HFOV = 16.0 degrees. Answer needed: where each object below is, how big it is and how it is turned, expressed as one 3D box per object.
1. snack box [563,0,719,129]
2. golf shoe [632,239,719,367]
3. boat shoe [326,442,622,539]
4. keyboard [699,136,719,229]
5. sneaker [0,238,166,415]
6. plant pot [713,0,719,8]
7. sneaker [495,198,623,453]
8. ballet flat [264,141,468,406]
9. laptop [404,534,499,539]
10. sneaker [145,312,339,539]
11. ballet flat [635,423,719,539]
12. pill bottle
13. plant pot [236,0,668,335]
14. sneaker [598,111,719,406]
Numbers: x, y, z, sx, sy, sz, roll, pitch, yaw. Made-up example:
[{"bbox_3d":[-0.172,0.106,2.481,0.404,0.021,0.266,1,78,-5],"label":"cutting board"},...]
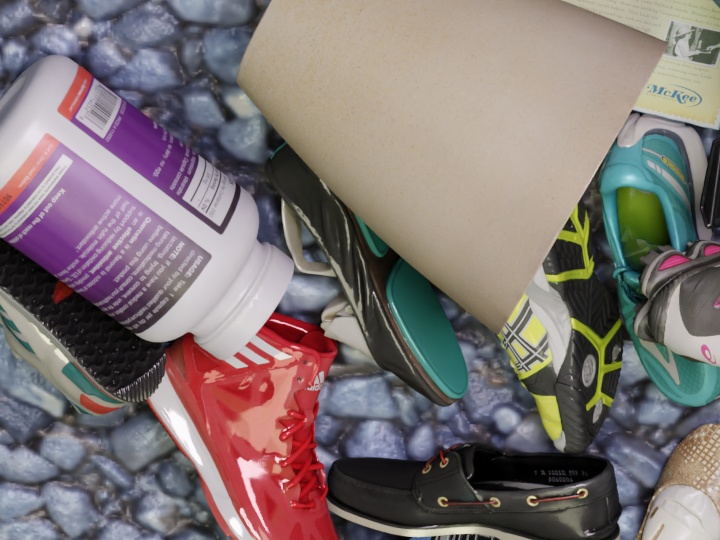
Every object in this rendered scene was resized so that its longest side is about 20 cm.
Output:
[{"bbox_3d":[0.129,-0.160,1.483,0.200,0.037,0.116,14,124,-1],"label":"snack box"},{"bbox_3d":[0.255,0.007,1.498,0.200,0.088,0.077,-25,130,-26],"label":"golf shoe"},{"bbox_3d":[0.071,0.139,1.651,0.201,0.074,0.063,6,113,22],"label":"boat shoe"},{"bbox_3d":[0.287,-0.054,1.430,0.200,0.021,0.127,-9,142,-7],"label":"keyboard"},{"bbox_3d":[-0.214,0.015,1.617,0.200,0.070,0.093,49,143,-8],"label":"sneaker"},{"bbox_3d":[0.238,-0.218,1.350,0.188,0.200,0.200,41,119,-2],"label":"plant pot"},{"bbox_3d":[0.111,0.024,1.593,0.076,0.075,0.200,4,123,30],"label":"sneaker"},{"bbox_3d":[0.000,0.000,1.590,0.068,0.068,0.200,-16,109,28],"label":"ballet flat"},{"bbox_3d":[0.062,0.269,1.711,0.200,0.116,0.187,10,123,-2],"label":"laptop"},{"bbox_3d":[-0.045,0.111,1.630,0.115,0.078,0.200,-37,93,22],"label":"sneaker"},{"bbox_3d":[0.205,0.191,1.672,0.070,0.065,0.200,27,123,20],"label":"ballet flat"},{"bbox_3d":[-0.142,-0.033,1.553,0.200,0.113,0.112,37,119,-15],"label":"pill bottle"},{"bbox_3d":[0.038,-0.094,1.425,0.200,0.187,0.187,30,122,3],"label":"plant pot"},{"bbox_3d":[0.178,0.002,1.550,0.077,0.080,0.200,-4,121,25],"label":"sneaker"}]
